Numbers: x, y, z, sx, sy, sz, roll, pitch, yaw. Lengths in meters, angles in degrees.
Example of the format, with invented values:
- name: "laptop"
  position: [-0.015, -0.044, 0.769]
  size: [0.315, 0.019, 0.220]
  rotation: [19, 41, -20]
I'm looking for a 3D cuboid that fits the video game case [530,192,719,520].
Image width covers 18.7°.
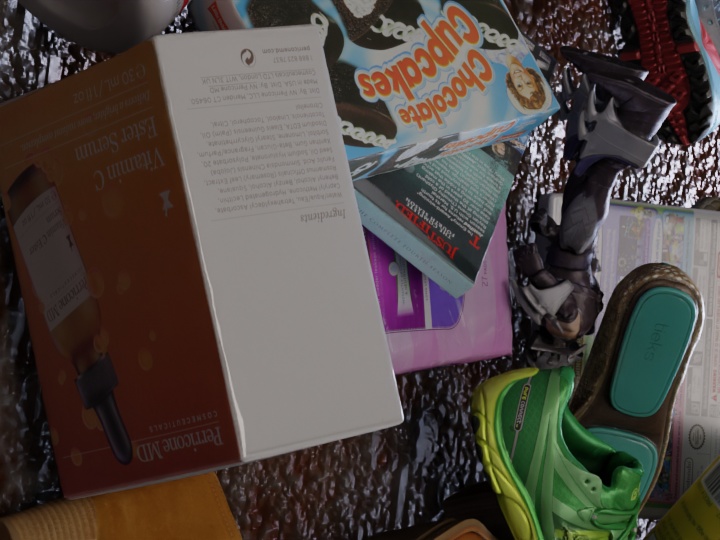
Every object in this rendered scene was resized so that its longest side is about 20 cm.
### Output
- name: "video game case"
  position: [0.193, 0.059, 1.403]
  size: [0.181, 0.022, 0.202]
  rotation: [5, 85, -20]

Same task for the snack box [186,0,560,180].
- name: "snack box"
  position: [0.011, -0.113, 1.178]
  size: [0.199, 0.037, 0.117]
  rotation: [-17, 76, -45]

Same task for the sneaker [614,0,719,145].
- name: "sneaker"
  position: [0.211, -0.190, 1.445]
  size: [0.095, 0.079, 0.202]
  rotation: [-28, 117, -50]

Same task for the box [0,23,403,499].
- name: "box"
  position: [-0.084, -0.003, 1.073]
  size: [0.106, 0.152, 0.202]
  rotation: [-9, 84, -43]

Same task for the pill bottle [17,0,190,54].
- name: "pill bottle"
  position: [-0.094, -0.213, 1.115]
  size: [0.200, 0.112, 0.113]
  rotation: [-53, 123, -30]

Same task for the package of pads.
- name: "package of pads"
  position: [0.000, 0.000, 1.227]
  size: [0.199, 0.075, 0.122]
  rotation: [-6, 90, -44]

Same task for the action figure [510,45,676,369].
- name: "action figure"
  position: [0.127, -0.025, 1.298]
  size: [0.130, 0.069, 0.202]
  rotation: [-79, -178, -73]

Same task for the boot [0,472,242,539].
- name: "boot"
  position: [-0.110, 0.205, 1.117]
  size: [0.143, 0.071, 0.203]
  rotation: [-6, 87, -37]

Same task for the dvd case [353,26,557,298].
- name: "dvd case"
  position: [0.031, -0.097, 1.227]
  size: [0.146, 0.022, 0.201]
  rotation: [37, 44, -15]

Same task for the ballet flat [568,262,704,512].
- name: "ballet flat"
  position: [0.158, 0.084, 1.333]
  size: [0.070, 0.065, 0.201]
  rotation: [20, 110, -6]

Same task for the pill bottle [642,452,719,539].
- name: "pill bottle"
  position: [0.219, 0.201, 1.351]
  size: [0.114, 0.114, 0.200]
  rotation: [28, 108, -39]

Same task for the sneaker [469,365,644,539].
- name: "sneaker"
  position: [0.132, 0.147, 1.264]
  size: [0.201, 0.083, 0.074]
  rotation: [64, 12, -11]

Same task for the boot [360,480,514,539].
- name: "boot"
  position: [0.058, 0.218, 1.267]
  size: [0.200, 0.076, 0.157]
  rotation: [-19, 93, -61]

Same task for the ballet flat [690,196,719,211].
- name: "ballet flat"
  position: [0.224, 0.044, 1.460]
  size: [0.067, 0.046, 0.201]
  rotation: [35, 66, -38]
